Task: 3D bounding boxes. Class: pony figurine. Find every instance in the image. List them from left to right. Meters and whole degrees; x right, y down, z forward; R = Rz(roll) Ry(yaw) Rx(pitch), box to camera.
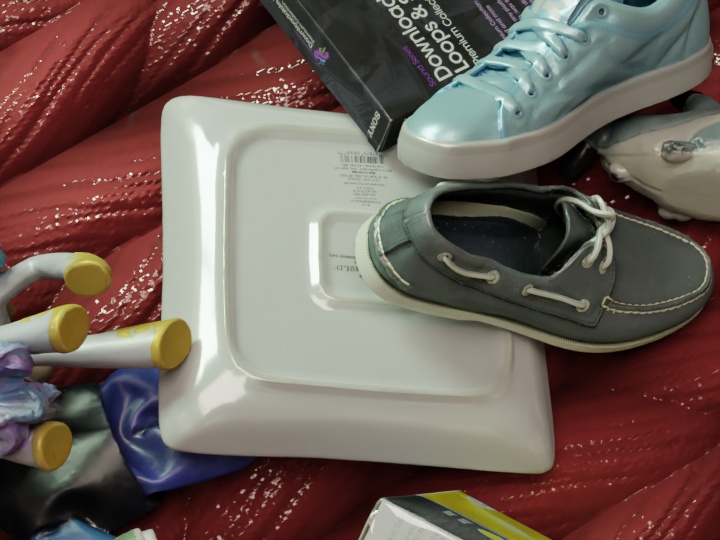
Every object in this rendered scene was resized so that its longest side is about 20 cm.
[{"bbox_3d":[-0.211,0.050,1.279,0.200,0.167,0.193,1,28,33],"label":"pony figurine"}]

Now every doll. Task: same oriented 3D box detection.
[{"bbox_3d":[-0.125,0.096,1.331,0.200,0.048,0.137,-24,70,-8],"label":"doll"}]

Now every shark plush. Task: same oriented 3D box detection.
[{"bbox_3d":[0.173,-0.061,1.390,0.200,0.091,0.083,-2,44,13],"label":"shark plush"}]

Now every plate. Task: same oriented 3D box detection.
[{"bbox_3d":[0.000,0.000,1.343,0.199,0.032,0.200,4,62,-11],"label":"plate"}]

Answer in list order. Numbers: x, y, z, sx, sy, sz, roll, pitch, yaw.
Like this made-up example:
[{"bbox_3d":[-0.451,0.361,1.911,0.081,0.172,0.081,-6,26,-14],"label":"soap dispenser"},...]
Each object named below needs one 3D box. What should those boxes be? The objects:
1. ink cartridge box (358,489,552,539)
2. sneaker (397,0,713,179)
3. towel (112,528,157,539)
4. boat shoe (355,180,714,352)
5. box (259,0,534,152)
[{"bbox_3d":[0.106,0.162,1.219,0.200,0.198,0.047,25,90,12],"label":"ink cartridge box"},{"bbox_3d":[0.094,-0.111,1.332,0.200,0.082,0.074,-28,33,-35],"label":"sneaker"},{"bbox_3d":[-0.161,0.227,1.274,0.200,0.031,0.149,-24,85,-4],"label":"towel"},{"bbox_3d":[0.098,-0.007,1.321,0.200,0.062,0.073,7,63,-26],"label":"boat shoe"},{"bbox_3d":[0.049,-0.160,1.408,0.200,0.036,0.143,-29,70,-26],"label":"box"}]
